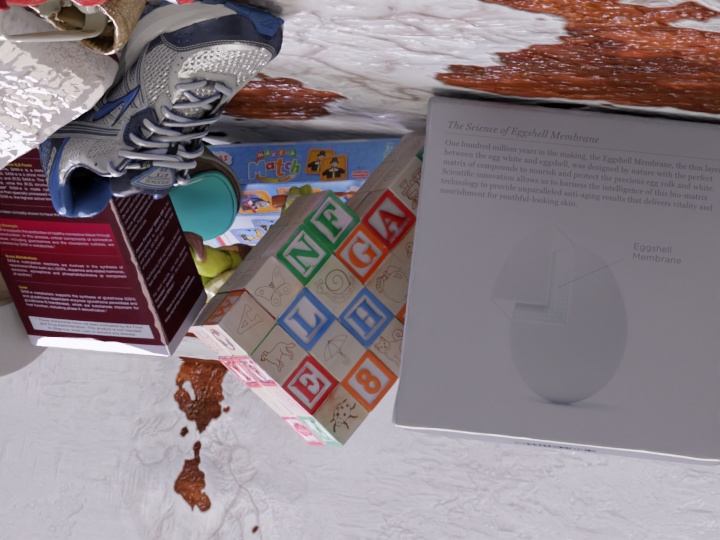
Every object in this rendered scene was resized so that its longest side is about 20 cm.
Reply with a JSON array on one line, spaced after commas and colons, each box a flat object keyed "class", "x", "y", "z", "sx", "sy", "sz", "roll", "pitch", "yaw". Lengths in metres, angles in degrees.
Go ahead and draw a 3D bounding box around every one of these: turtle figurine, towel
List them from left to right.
[{"class": "towel", "x": -0.242, "y": -0.098, "z": 1.486, "sx": 0.132, "sy": 0.035, "sz": 0.200, "roll": 28, "pitch": 142, "yaw": -31}, {"class": "turtle figurine", "x": -0.094, "y": 0.007, "z": 1.807, "sx": 0.161, "sy": 0.065, "sz": 0.200, "roll": 1, "pitch": 153, "yaw": -31}]

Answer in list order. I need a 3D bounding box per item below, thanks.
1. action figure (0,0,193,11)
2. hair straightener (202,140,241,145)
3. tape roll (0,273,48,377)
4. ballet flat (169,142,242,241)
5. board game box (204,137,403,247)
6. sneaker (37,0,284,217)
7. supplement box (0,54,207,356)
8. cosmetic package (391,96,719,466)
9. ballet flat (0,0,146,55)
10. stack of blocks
[{"class": "action figure", "x": -0.153, "y": -0.148, "z": 1.184, "sx": 0.200, "sy": 0.066, "sz": 0.052, "roll": 11, "pitch": -150, "yaw": -38}, {"class": "hair straightener", "x": -0.105, "y": -0.082, "z": 1.901, "sx": 0.200, "sy": 0.041, "sz": 0.077, "roll": 15, "pitch": 154, "yaw": -17}, {"class": "tape roll", "x": -0.242, "y": -0.031, "z": 1.712, "sx": 0.037, "sy": 0.203, "sz": 0.203, "roll": 3, "pitch": 172, "yaw": 33}, {"class": "ballet flat", "x": -0.126, "y": -0.078, "z": 1.758, "sx": 0.067, "sy": 0.064, "sz": 0.200, "roll": -20, "pitch": 159, "yaw": 8}, {"class": "board game box", "x": -0.044, "y": -0.040, "z": 1.883, "sx": 0.199, "sy": 0.037, "sz": 0.151, "roll": 0, "pitch": 154, "yaw": 17}, {"class": "sneaker", "x": -0.107, "y": -0.083, "z": 1.486, "sx": 0.077, "sy": 0.085, "sz": 0.200, "roll": 12, "pitch": 154, "yaw": -37}, {"class": "supplement box", "x": -0.178, "y": -0.043, "z": 1.664, "sx": 0.109, "sy": 0.061, "sz": 0.200, "roll": 4, "pitch": 133, "yaw": 26}, {"class": "cosmetic package", "x": 0.132, "y": 0.009, "z": 1.649, "sx": 0.199, "sy": 0.201, "sz": 0.123, "roll": 6, "pitch": 176, "yaw": 6}, {"class": "ballet flat", "x": -0.172, "y": -0.142, "z": 1.247, "sx": 0.070, "sy": 0.065, "sz": 0.200, "roll": 2, "pitch": 172, "yaw": 45}, {"class": "stack of blocks", "x": 0.000, "y": 0.000, "z": 1.731, "sx": 0.115, "sy": 0.200, "sz": 0.059, "roll": 45, "pitch": 163, "yaw": -14}]
